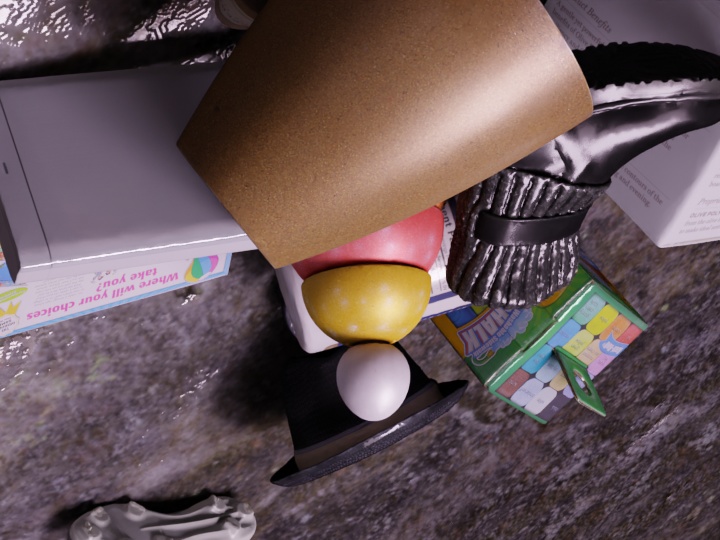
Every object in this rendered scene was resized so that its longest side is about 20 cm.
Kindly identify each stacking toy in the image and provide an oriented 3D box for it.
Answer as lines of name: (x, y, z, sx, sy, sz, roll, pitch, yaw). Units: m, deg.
stacking toy: (0.000, 0.000, 1.125, 0.145, 0.202, 0.146, -1, 165, 0)

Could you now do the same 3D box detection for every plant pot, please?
plant pot: (-0.001, -0.100, 0.975, 0.200, 0.187, 0.186, -39, 147, -1)

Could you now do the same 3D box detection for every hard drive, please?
hard drive: (-0.131, -0.065, 1.033, 0.199, 0.133, 0.027, -9, 151, -28)

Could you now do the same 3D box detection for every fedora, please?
fedora: (-0.009, 0.098, 1.371, 0.200, 0.092, 0.201, -27, 180, 0)

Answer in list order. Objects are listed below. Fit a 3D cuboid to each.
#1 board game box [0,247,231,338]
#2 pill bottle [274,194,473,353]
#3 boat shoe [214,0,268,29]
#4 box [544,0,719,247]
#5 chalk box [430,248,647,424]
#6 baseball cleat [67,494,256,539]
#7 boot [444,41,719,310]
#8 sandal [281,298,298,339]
board game box: (-0.172, -0.031, 1.143, 0.199, 0.034, 0.135, -16, 140, -31)
pill bottle: (0.037, -0.019, 1.256, 0.199, 0.111, 0.111, -17, 143, -7)
boat shoe: (-0.004, -0.208, 1.079, 0.199, 0.072, 0.065, -30, -177, -22)
box: (0.261, -0.150, 1.275, 0.199, 0.199, 0.172, -8, 136, -41)
chalk box: (0.138, 0.033, 1.371, 0.124, 0.200, 0.125, -45, 147, 8)
baseball cleat: (-0.175, 0.245, 1.439, 0.199, 0.070, 0.107, 3, 128, -45)
boot: (0.155, -0.065, 1.137, 0.210, 0.080, 0.159, -9, 120, -14)
sandal: (0.021, -0.018, 1.334, 0.199, 0.076, 0.043, -34, -169, -2)
